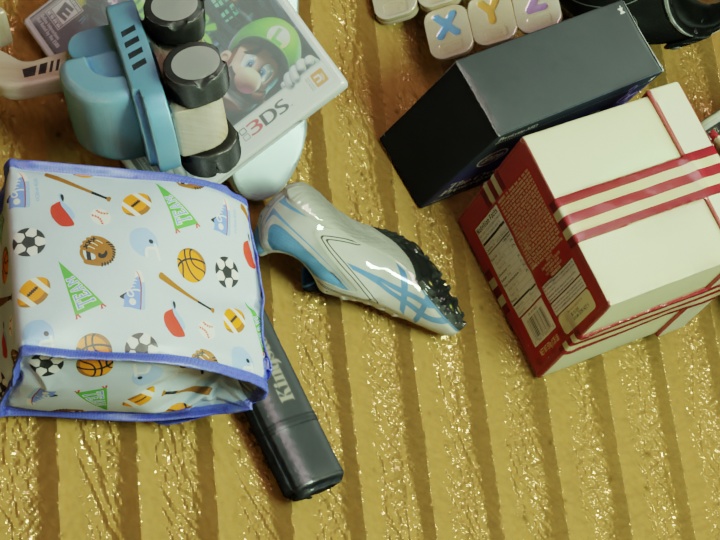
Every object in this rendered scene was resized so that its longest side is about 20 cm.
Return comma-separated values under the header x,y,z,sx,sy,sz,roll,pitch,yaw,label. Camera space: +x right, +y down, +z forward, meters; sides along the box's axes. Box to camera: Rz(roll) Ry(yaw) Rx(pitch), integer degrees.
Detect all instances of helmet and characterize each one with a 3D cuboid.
x,y,z,sx,sy,sz,roll,pitch,yaw,label
0.251,-0.307,1.947,0.199,0.201,0.190,-24,34,-36,helmet

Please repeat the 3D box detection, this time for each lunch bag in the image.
x,y,z,sx,sy,sz,roll,pitch,yaw,label
-0.169,0.020,1.589,0.199,0.124,0.171,1,62,-20,lunch bag

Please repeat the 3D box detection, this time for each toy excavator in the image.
x,y,z,sx,sy,sz,roll,pitch,yaw,label
-0.208,-0.147,1.626,0.199,0.100,0.195,-15,50,-9,toy excavator

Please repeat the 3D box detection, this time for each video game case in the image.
x,y,z,sx,sy,sz,roll,pitch,yaw,label
-0.139,-0.172,1.700,0.181,0.023,0.200,-36,83,3,video game case

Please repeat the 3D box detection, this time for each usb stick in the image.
x,y,z,sx,sy,sz,roll,pitch,yaw,label
-0.075,0.084,1.660,0.055,0.033,0.201,-17,73,-33,usb stick

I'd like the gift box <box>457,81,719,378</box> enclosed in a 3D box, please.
x,y,z,sx,sy,sz,roll,pitch,yaw,label
0.218,-0.020,1.789,0.186,0.185,0.201,-20,79,-26,gift box

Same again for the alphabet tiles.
x,y,z,sx,sy,sz,roll,pitch,yaw,label
0.100,-0.284,1.884,0.199,0.015,0.197,-15,66,11,alphabet tiles

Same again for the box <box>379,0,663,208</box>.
x,y,z,sx,sy,sz,roll,pitch,yaw,label
0.137,-0.141,1.828,0.199,0.141,0.079,-23,76,-35,box

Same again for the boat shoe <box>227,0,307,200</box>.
x,y,z,sx,sy,sz,roll,pitch,yaw,label
-0.091,-0.157,1.764,0.070,0.091,0.202,3,90,-27,boat shoe

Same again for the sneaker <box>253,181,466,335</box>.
x,y,z,sx,sy,sz,roll,pitch,yaw,label
0.000,0.000,1.735,0.200,0.073,0.072,32,24,-24,sneaker

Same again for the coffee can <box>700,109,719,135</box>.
x,y,z,sx,sy,sz,roll,pitch,yaw,label
0.381,-0.045,1.905,0.146,0.146,0.201,-12,70,-33,coffee can
